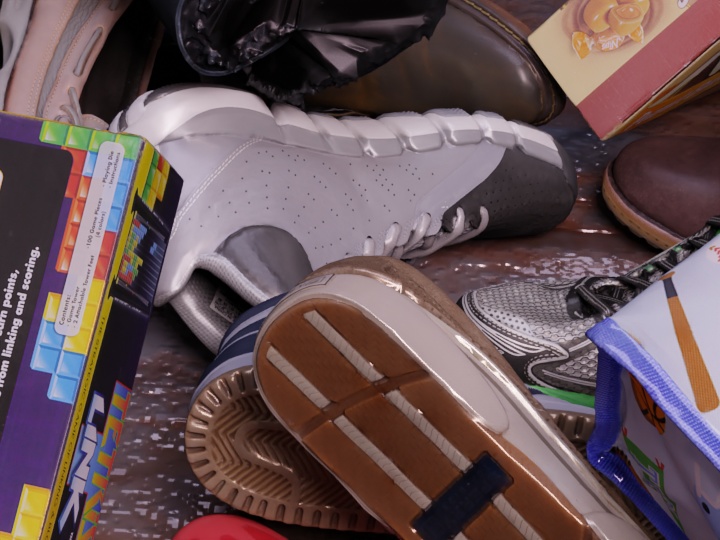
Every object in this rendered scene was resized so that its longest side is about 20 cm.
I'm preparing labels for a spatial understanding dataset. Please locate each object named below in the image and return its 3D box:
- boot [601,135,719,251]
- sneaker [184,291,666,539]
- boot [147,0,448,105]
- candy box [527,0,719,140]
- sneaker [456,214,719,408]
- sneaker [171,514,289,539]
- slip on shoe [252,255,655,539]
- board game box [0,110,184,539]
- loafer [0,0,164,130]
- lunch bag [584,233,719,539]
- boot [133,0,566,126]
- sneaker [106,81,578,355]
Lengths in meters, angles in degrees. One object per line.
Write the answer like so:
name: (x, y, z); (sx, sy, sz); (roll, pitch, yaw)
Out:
boot: (0.196, -0.072, 1.116); (0.200, 0.167, 0.072); (12, 35, 13)
sneaker: (0.040, 0.059, 1.000); (0.200, 0.070, 0.109); (16, 14, -6)
boot: (-0.006, -0.127, 1.119); (0.200, 0.076, 0.168); (-10, 29, -26)
candy box: (0.164, -0.123, 1.191); (0.055, 0.115, 0.200); (54, 33, 9)
sneaker: (0.126, 0.007, 1.069); (0.200, 0.085, 0.078); (-7, 36, -13)
sneaker: (-0.003, 0.108, 0.883); (0.078, 0.116, 0.200); (-17, 39, -26)
slip on shoe: (0.048, 0.078, 0.908); (0.200, 0.076, 0.061); (47, 27, 1)
board game box: (-0.160, 0.044, 0.914); (0.165, 0.057, 0.200); (12, 80, 14)
loafer: (-0.108, -0.052, 1.120); (0.063, 0.072, 0.200); (-5, 48, 6)
lunch bag: (0.186, 0.053, 0.813); (0.170, 0.124, 0.200); (-36, 66, -10)
boot: (-0.018, -0.076, 1.198); (0.200, 0.075, 0.097); (16, 41, 37)
sneaker: (0.000, 0.000, 1.101); (0.200, 0.075, 0.116); (4, 59, -28)
